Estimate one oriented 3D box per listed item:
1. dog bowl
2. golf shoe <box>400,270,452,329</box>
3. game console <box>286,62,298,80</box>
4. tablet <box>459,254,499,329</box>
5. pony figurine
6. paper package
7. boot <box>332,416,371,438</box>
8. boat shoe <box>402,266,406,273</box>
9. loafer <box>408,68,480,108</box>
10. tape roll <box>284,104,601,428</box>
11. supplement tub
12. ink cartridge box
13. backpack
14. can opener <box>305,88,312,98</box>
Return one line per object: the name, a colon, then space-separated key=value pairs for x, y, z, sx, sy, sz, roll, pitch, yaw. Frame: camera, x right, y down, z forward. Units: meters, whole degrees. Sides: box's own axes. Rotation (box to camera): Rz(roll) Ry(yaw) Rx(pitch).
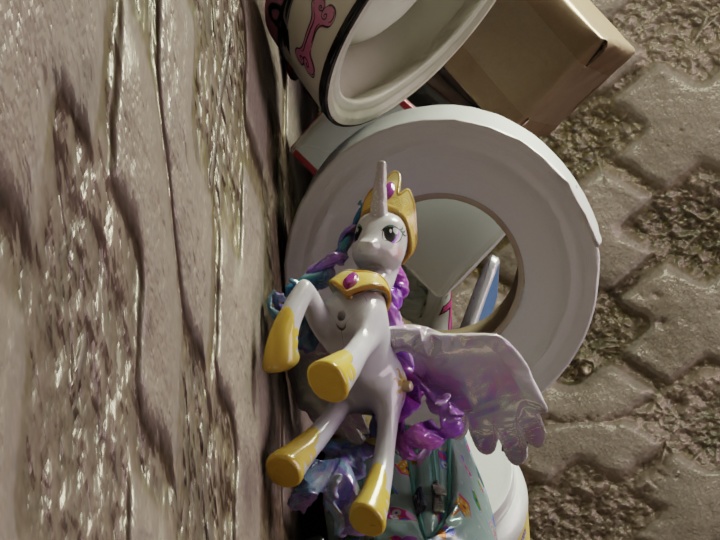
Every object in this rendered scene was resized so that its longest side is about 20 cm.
dog bowl: x=0.021 y=-0.190 z=1.458 sx=0.200 sy=0.074 sz=0.200 roll=-44 pitch=162 yaw=-18
golf shoe: x=0.036 y=-0.001 z=1.817 sx=0.092 sy=0.072 sz=0.201 roll=-46 pitch=138 yaw=-82
game console: x=-0.001 y=-0.253 z=1.593 sx=0.119 sy=0.172 sz=0.200 roll=54 pitch=20 yaw=-27
tablet: x=0.067 y=0.094 z=1.743 sx=0.130 sy=0.014 sz=0.201 roll=78 pitch=32 yaw=-76
pony figurine: x=0.009 y=0.060 z=1.368 sx=0.200 sy=0.166 sz=0.194 roll=-64 pitch=147 yaw=-50
paper package: x=0.097 y=-0.205 z=1.746 sx=0.200 sy=0.103 sz=0.191 roll=48 pitch=13 yaw=7
boot: x=0.015 y=0.149 z=1.755 sx=0.201 sy=0.070 sz=0.145 roll=-95 pitch=180 yaw=-75
boat shoe: x=0.000 y=0.000 z=1.686 sx=0.200 sy=0.066 sz=0.074 roll=-74 pitch=160 yaw=-78
loafer: x=0.061 y=-0.134 z=1.756 sx=0.063 sy=0.200 sz=0.072 roll=-45 pitch=177 yaw=-25
tape roll: x=0.053 y=-0.003 z=1.489 sx=0.071 sy=0.202 sz=0.203 roll=-72 pitch=158 yaw=-79
supplement tub: x=0.078 y=0.228 z=2.058 sx=0.200 sy=0.145 sz=0.146 roll=81 pitch=7 yaw=-55
ink cartridge box: x=0.036 y=-0.061 z=1.641 sx=0.147 sy=0.083 sz=0.200 roll=44 pitch=3 yaw=1
backpack: x=0.026 y=0.187 z=1.485 sx=0.200 sy=0.126 sz=0.167 roll=-93 pitch=174 yaw=-57
can opener: x=-0.002 y=-0.187 z=1.644 sx=0.079 sy=0.063 sz=0.200 roll=46 pitch=-29 yaw=10
